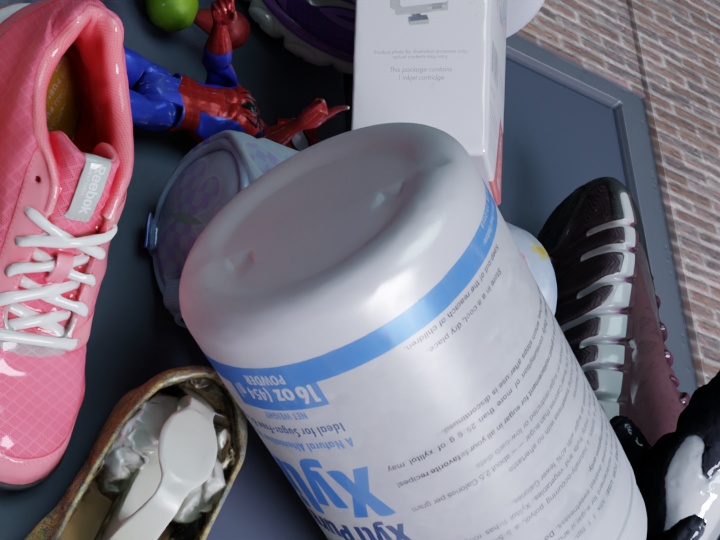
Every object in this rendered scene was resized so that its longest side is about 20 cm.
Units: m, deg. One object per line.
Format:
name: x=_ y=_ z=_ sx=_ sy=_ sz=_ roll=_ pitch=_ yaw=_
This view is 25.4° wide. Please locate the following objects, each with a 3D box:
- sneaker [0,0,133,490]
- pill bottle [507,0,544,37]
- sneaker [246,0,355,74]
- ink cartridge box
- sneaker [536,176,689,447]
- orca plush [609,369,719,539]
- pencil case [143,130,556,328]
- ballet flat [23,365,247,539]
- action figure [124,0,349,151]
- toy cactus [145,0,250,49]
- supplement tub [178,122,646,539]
sneaker: x=-0.129 y=-0.016 z=0.624 sx=0.073 sy=0.087 sz=0.201 roll=9 pitch=78 yaw=-37
pill bottle: x=0.063 y=-0.237 z=0.960 sx=0.112 sy=0.112 sz=0.201 roll=30 pitch=46 yaw=-24
sneaker: x=-0.035 y=-0.196 z=0.863 sx=0.081 sy=0.083 sz=0.200 roll=-31 pitch=87 yaw=-48
ink cartridge box: x=0.037 y=-0.141 z=0.794 sx=0.116 sy=0.067 sz=0.201 roll=50 pitch=41 yaw=-77
sneaker: x=0.147 y=0.056 z=0.872 sx=0.115 sy=0.076 sz=0.201 roll=28 pitch=57 yaw=-32
orca plush: x=0.145 y=0.088 z=0.751 sx=0.071 sy=0.201 sz=0.105 roll=31 pitch=27 yaw=19
pencil case: x=0.000 y=0.000 z=0.759 sx=0.199 sy=0.083 sz=0.091 roll=15 pitch=66 yaw=-35
ballet flat: x=-0.093 y=0.111 z=0.608 sx=0.071 sy=0.071 sz=0.200 roll=39 pitch=43 yaw=-15
action figure: x=-0.088 y=-0.094 z=0.738 sx=0.199 sy=0.099 sz=0.066 roll=16 pitch=54 yaw=-38
toy cactus: x=-0.108 y=-0.219 z=0.792 sx=0.164 sy=0.201 sz=0.102 roll=9 pitch=15 yaw=-3
supplement tub: x=0.025 y=0.053 z=0.661 sx=0.200 sy=0.131 sz=0.132 roll=60 pitch=36 yaw=-28
